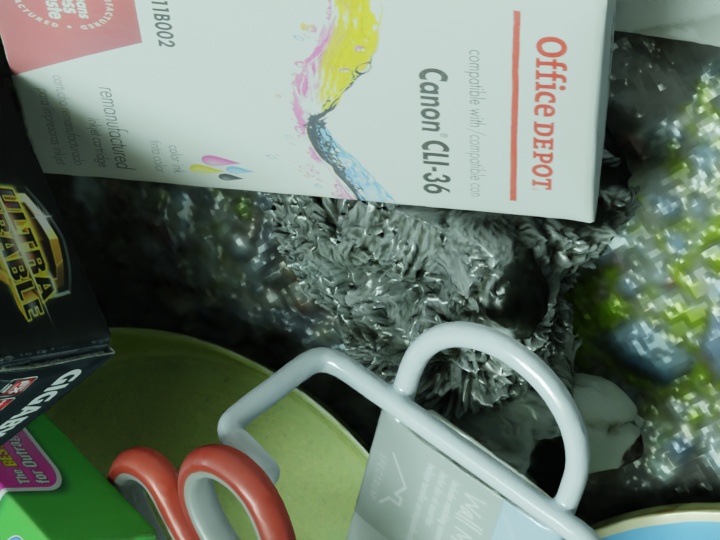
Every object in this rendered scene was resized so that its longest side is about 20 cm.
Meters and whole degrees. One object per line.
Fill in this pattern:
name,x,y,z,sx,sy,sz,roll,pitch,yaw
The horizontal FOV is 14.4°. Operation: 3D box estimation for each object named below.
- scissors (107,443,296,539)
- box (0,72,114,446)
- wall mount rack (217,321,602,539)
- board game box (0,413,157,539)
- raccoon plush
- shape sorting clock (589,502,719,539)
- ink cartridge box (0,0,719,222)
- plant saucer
scissors,-0.005,0.131,0.797,0.073,0.014,0.201,-27,97,52
box,-0.162,-0.029,0.784,0.159,0.046,0.201,-37,71,40
wall mount rack,0.028,0.119,0.813,0.173,0.074,0.201,36,140,20
board game box,-0.161,0.077,0.859,0.200,0.040,0.154,42,118,31
raccoon plush,0.000,0.000,0.873,0.199,0.097,0.135,33,130,20
shape sorting clock,0.122,0.166,0.908,0.199,0.039,0.201,11,117,22
ink cartridge box,0.008,-0.073,0.753,0.198,0.068,0.117,4,152,5
plant saucer,-0.055,0.107,0.974,0.199,0.031,0.201,11,117,23
